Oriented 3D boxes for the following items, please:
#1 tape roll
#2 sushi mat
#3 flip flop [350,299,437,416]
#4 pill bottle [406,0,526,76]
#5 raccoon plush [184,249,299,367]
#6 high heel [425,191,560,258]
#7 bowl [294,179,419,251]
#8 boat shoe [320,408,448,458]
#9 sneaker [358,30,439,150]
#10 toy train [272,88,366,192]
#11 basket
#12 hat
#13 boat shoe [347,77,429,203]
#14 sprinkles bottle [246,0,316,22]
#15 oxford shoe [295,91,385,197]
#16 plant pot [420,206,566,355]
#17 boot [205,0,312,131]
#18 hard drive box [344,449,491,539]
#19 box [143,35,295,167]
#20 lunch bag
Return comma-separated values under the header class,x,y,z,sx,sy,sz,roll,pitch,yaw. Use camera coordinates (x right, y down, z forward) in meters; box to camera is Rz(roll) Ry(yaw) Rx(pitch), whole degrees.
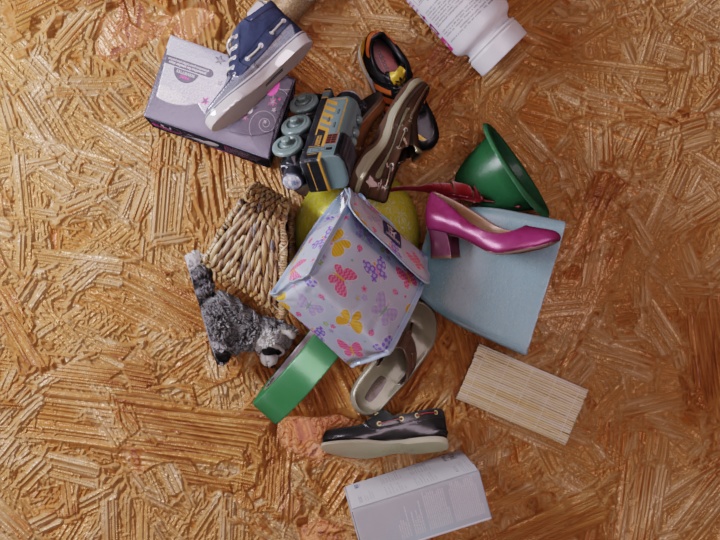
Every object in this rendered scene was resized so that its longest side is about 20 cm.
class,x,y,z,sx,sy,sz,roll,pitch,yaw
tape roll,-0.078,0.134,1.565,0.048,0.200,0.201,40,87,-3
sushi mat,0.258,0.198,1.686,0.197,0.012,0.097,23,87,-4
flip flop,0.054,0.138,1.646,0.081,0.058,0.201,36,87,-4
pill bottle,0.155,-0.405,1.628,0.113,0.113,0.200,-43,93,-3
raccoon plush,-0.174,0.055,1.598,0.132,0.097,0.203,-17,109,-10
high heel,0.180,-0.070,1.476,0.197,0.067,0.098,-4,91,25
bowl,0.006,-0.048,1.594,0.197,0.108,0.204,-3,105,-12
boat shoe,0.037,0.252,1.645,0.198,0.074,0.064,-6,64,2
sneaker,0.059,-0.276,1.631,0.069,0.090,0.202,-30,92,-4
toy train,-0.055,-0.191,1.540,0.112,0.202,0.086,-2,132,17
basket,-0.130,-0.035,1.559,0.148,0.200,0.144,34,93,-2
hat,0.166,-0.115,1.633,0.175,0.166,0.201,-35,104,16
boat shoe,0.059,-0.186,1.558,0.074,0.075,0.204,28,78,9
sprinkles bottle,-0.087,-0.443,1.631,0.068,0.068,0.200,42,87,-3
oxford shoe,-0.019,-0.186,1.641,0.071,0.071,0.201,35,99,-22
plant pot,0.185,0.004,1.599,0.197,0.196,0.199,17,89,10
boot,-0.167,-0.293,1.518,0.090,0.073,0.200,44,75,5
hard drive box,0.082,0.349,1.601,0.197,0.156,0.078,-16,92,-4
box,-0.208,-0.253,1.597,0.197,0.115,0.134,19,88,-5
lunch bag,0.000,0.000,1.465,0.170,0.127,0.201,44,52,-16
